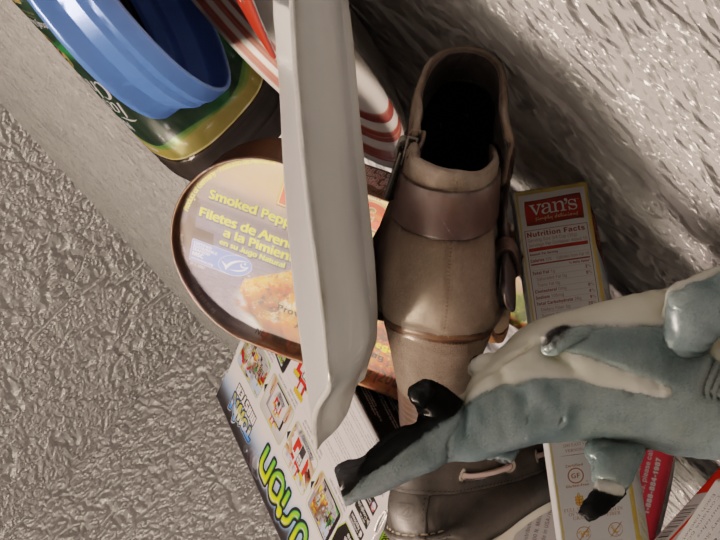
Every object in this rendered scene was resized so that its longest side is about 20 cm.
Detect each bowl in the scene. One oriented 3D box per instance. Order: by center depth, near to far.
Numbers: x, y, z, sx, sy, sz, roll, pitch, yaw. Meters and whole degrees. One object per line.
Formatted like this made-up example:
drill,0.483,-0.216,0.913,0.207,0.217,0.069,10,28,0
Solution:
bowl,-0.140,-0.164,1.053,0.201,0.039,0.201,54,-168,-17

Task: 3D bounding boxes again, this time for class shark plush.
shark plush,0.091,0.055,0.795,0.091,0.200,0.083,138,118,-73

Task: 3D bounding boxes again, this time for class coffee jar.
coffee jar,-0.134,-0.142,1.249,0.200,0.085,0.104,48,172,-31

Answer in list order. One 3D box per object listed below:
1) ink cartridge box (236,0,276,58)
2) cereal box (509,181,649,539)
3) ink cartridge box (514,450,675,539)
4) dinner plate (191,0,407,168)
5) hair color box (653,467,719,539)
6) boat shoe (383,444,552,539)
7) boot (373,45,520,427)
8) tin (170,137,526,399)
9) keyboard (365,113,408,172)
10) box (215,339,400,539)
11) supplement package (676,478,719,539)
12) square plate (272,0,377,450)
ink cartridge box,-0.113,-0.177,0.900,0.200,0.050,0.109,58,177,18
cereal box,0.102,0.078,0.924,0.144,0.039,0.200,64,-161,-67
ink cartridge box,0.072,0.145,1.199,0.200,0.148,0.086,14,168,11
dinner plate,-0.040,-0.129,1.020,0.200,0.024,0.200,45,170,10
hair color box,0.236,0.210,1.103,0.200,0.111,0.064,43,173,4
boat shoe,0.070,0.089,1.008,0.067,0.200,0.057,-2,103,28
boot,0.038,-0.029,0.885,0.200,0.070,0.146,-92,5,-56
tin,0.000,0.000,1.060,0.200,0.042,0.112,21,126,11
keyboard,0.011,-0.069,1.155,0.056,0.011,0.200,43,172,13
box,-0.018,0.091,1.125,0.035,0.110,0.200,8,-147,-29
supplement package,0.219,0.211,0.950,0.151,0.152,0.200,36,175,-14
square plate,-0.016,-0.033,0.893,0.200,0.028,0.198,102,162,-77
